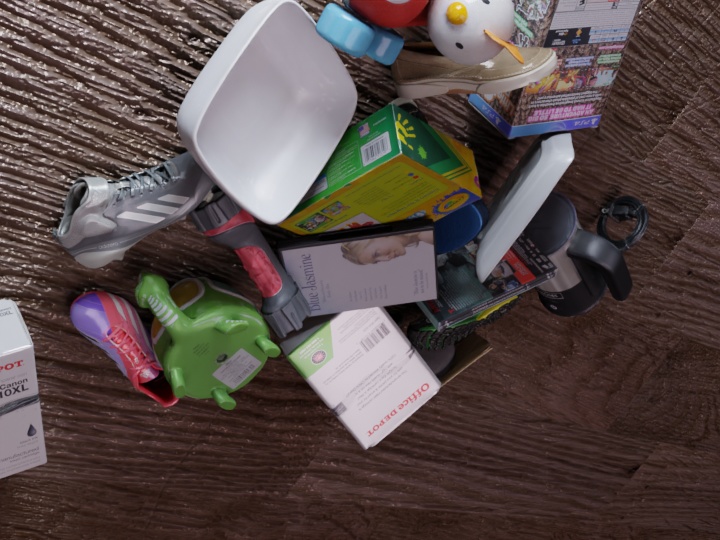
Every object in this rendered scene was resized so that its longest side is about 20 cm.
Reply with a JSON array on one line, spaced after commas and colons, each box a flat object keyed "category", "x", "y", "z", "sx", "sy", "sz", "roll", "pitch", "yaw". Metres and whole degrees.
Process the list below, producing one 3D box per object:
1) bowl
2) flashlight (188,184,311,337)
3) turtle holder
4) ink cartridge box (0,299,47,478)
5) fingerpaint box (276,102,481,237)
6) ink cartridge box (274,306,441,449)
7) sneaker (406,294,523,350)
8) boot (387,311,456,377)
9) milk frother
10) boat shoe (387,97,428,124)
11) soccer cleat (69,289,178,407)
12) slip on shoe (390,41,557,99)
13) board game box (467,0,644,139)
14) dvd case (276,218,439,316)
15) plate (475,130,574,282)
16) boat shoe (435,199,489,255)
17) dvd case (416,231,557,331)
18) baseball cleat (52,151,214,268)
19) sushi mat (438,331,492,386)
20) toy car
[{"category": "bowl", "x": -0.108, "y": -0.173, "z": 1.163, "sx": 0.202, "sy": 0.074, "sz": 0.200, "roll": -58, "pitch": 143, "yaw": -12}, {"category": "flashlight", "x": -0.130, "y": -0.010, "z": 1.277, "sx": 0.067, "sy": 0.068, "sz": 0.202, "roll": -28, "pitch": 115, "yaw": 1}, {"category": "turtle holder", "x": -0.202, "y": 0.077, "z": 1.307, "sx": 0.183, "sy": 0.132, "sz": 0.142, "roll": 4, "pitch": 125, "yaw": -39}, {"category": "ink cartridge box", "x": -0.444, "y": 0.149, "z": 1.218, "sx": 0.143, "sy": 0.085, "sz": 0.202, "roll": -16, "pitch": 135, "yaw": -27}, {"category": "fingerpaint box", "x": 0.019, "y": -0.102, "z": 1.300, "sx": 0.198, "sy": 0.075, "sz": 0.166, "roll": -27, "pitch": 149, "yaw": 33}, {"category": "ink cartridge box", "x": -0.002, "y": 0.125, "z": 1.496, "sx": 0.145, "sy": 0.084, "sz": 0.201, "roll": -38, "pitch": 118, "yaw": -2}, {"category": "sneaker", "x": 0.145, "y": 0.055, "z": 1.602, "sx": 0.198, "sy": 0.086, "sz": 0.078, "roll": -25, "pitch": 162, "yaw": -30}, {"category": "boot", "x": 0.062, "y": 0.114, "z": 1.606, "sx": 0.198, "sy": 0.070, "sz": 0.133, "roll": -26, "pitch": 133, "yaw": -25}, {"category": "milk frother", "x": 0.331, "y": -0.060, "z": 1.623, "sx": 0.188, "sy": 0.178, "sz": 0.203, "roll": 47, "pitch": 50, "yaw": -51}, {"category": "boat shoe", "x": 0.083, "y": -0.137, "z": 1.387, "sx": 0.072, "sy": 0.068, "sz": 0.201, "roll": -39, "pitch": 144, "yaw": -4}, {"category": "soccer cleat", "x": -0.281, "y": 0.095, "z": 1.305, "sx": 0.066, "sy": 0.077, "sz": 0.201, "roll": -36, "pitch": 141, "yaw": -4}, {"category": "slip on shoe", "x": 0.131, "y": -0.249, "z": 1.263, "sx": 0.076, "sy": 0.196, "sz": 0.061, "roll": -60, "pitch": 143, "yaw": -53}, {"category": "board game box", "x": 0.246, "y": -0.285, "z": 1.354, "sx": 0.157, "sy": 0.097, "sz": 0.202, "roll": -11, "pitch": 132, "yaw": -31}, {"category": "dvd case", "x": 0.000, "y": 0.000, "z": 1.356, "sx": 0.196, "sy": 0.018, "sz": 0.144, "roll": -8, "pitch": 140, "yaw": 1}, {"category": "plate", "x": 0.207, "y": -0.099, "z": 1.403, "sx": 0.032, "sy": 0.200, "sz": 0.201, "roll": 32, "pitch": 112, "yaw": -5}, {"category": "boat shoe", "x": 0.101, "y": -0.062, "z": 1.425, "sx": 0.068, "sy": 0.199, "sz": 0.085, "roll": -26, "pitch": 97, "yaw": -39}, {"category": "dvd case", "x": 0.155, "y": -0.006, "z": 1.502, "sx": 0.197, "sy": 0.146, "sz": 0.022, "roll": -23, "pitch": 141, "yaw": -20}, {"category": "baseball cleat", "x": -0.246, "y": -0.082, "z": 1.175, "sx": 0.199, "sy": 0.070, "sz": 0.107, "roll": -40, "pitch": 141, "yaw": -2}, {"category": "sushi mat", "x": 0.117, "y": 0.166, "z": 1.685, "sx": 0.199, "sy": 0.096, "sz": 0.012, "roll": -37, "pitch": 101, "yaw": -4}, {"category": "toy car", "x": 0.090, "y": -0.280, "z": 1.126, "sx": 0.186, "sy": 0.199, "sz": 0.176, "roll": -60, "pitch": 164, "yaw": 16}]
